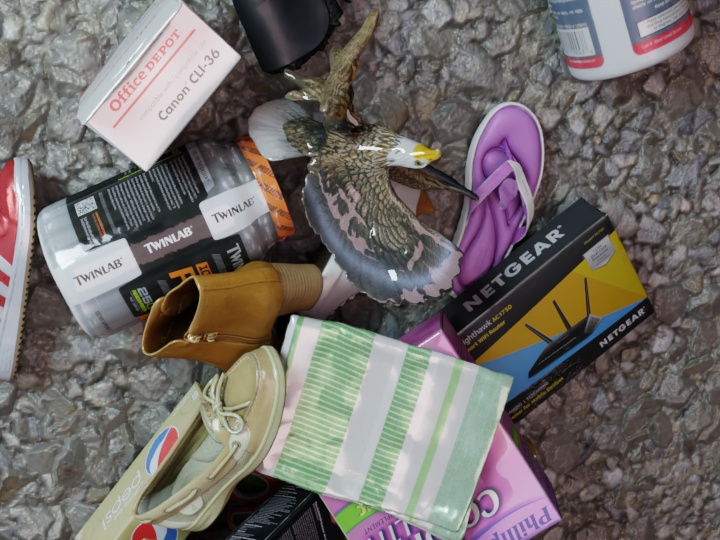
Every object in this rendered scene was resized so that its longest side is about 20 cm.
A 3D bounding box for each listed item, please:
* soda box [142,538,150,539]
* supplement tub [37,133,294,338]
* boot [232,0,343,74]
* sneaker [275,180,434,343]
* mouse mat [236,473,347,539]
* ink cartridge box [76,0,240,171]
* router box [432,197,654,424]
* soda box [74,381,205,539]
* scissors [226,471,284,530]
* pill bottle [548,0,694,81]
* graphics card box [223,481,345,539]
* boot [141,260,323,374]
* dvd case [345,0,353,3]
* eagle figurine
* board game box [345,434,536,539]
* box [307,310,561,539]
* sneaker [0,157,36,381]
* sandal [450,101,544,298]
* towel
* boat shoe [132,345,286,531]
[{"bbox_3d":[-0.146,0.314,0.907,0.064,0.068,0.200,-50,143,3],"label":"soda box"},{"bbox_3d":[-0.164,-0.035,0.825,0.198,0.123,0.124,-25,111,-7],"label":"supplement tub"},{"bbox_3d":[-0.092,-0.233,0.762,0.201,0.075,0.170,-51,128,-45],"label":"boot"},{"bbox_3d":[0.000,0.000,0.907,0.084,0.073,0.201,35,93,-19],"label":"sneaker"},{"bbox_3d":[-0.034,0.223,0.956,0.159,0.008,0.202,-29,97,8],"label":"mouse mat"},{"bbox_3d":[-0.161,-0.150,0.750,0.067,0.200,0.117,39,94,-22],"label":"ink cartridge box"},{"bbox_3d":[0.187,0.046,0.970,0.199,0.051,0.150,-39,124,-1],"label":"router box"},{"bbox_3d":[-0.188,0.213,0.917,0.064,0.068,0.201,37,94,-33],"label":"soda box"},{"bbox_3d":[-0.041,0.216,0.947,0.197,0.014,0.074,-11,96,5],"label":"scissors"},{"bbox_3d":[0.220,-0.288,0.860,0.118,0.120,0.202,-25,111,-7],"label":"pill bottle"},{"bbox_3d":[-0.084,0.291,0.863,0.200,0.050,0.127,-38,121,-52],"label":"graphics card box"},{"bbox_3d":[-0.129,0.063,0.838,0.142,0.071,0.202,-7,143,-39],"label":"boot"},{"bbox_3d":[0.023,-0.358,0.838,0.199,0.018,0.143,-40,112,0],"label":"dvd case"},{"bbox_3d":[0.015,-0.085,0.803,0.151,0.151,0.201,-35,130,-5],"label":"eagle figurine"},{"bbox_3d":[0.069,0.243,0.987,0.163,0.057,0.203,19,100,-5],"label":"board game box"},{"bbox_3d":[0.056,0.175,0.877,0.175,0.097,0.202,-33,94,8],"label":"box"},{"bbox_3d":[-0.339,-0.003,0.813,0.111,0.071,0.203,7,106,-21],"label":"sneaker"},{"bbox_3d":[0.139,-0.061,0.940,0.081,0.050,0.206,8,106,-18],"label":"sandal"},{"bbox_3d":[0.014,0.133,0.816,0.197,0.023,0.155,18,98,4],"label":"towel"},{"bbox_3d":[-0.129,0.146,0.816,0.062,0.074,0.202,12,125,-38],"label":"boat shoe"}]
